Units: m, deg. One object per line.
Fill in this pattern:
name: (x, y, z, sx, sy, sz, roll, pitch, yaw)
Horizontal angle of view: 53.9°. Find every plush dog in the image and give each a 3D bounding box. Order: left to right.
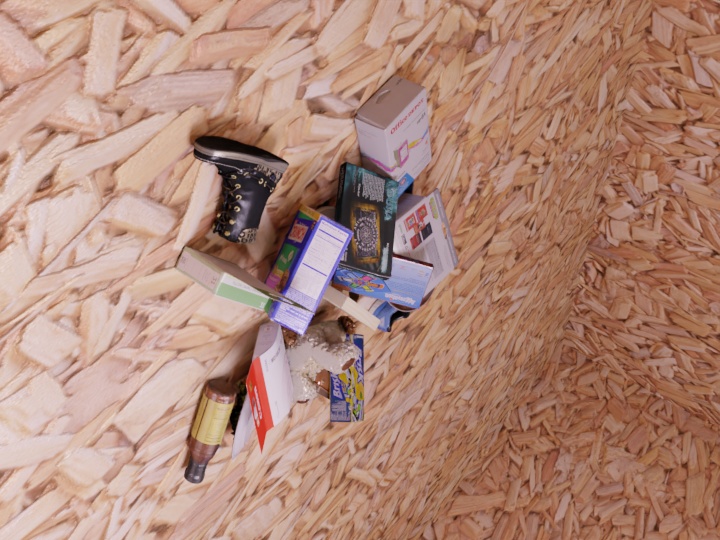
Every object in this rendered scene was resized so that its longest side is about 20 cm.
plush dog: (-0.094, 0.168, 1.545, 0.199, 0.162, 0.171, -41, 175, 21)

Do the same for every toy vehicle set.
toy vehicle set: (-0.043, 0.066, 1.520, 0.027, 0.123, 0.200, -58, 152, -4)

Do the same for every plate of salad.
plate of salad: (-0.232, 0.274, 1.419, 0.200, 0.047, 0.206, 17, 89, -90)

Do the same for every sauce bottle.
sauce bottle: (-0.296, 0.313, 1.366, 0.065, 0.065, 0.204, -5, 120, -58)

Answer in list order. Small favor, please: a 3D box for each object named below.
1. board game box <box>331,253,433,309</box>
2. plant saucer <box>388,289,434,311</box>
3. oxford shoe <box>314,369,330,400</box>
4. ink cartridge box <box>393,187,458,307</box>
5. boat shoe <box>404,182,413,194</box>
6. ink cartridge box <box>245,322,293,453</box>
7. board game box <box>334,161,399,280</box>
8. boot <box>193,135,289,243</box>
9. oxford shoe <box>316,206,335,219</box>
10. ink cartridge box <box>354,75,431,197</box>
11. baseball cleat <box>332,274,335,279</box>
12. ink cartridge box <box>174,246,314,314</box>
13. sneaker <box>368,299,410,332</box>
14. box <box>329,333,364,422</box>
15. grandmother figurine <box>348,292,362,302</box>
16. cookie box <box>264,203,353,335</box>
board game box: (0.045, 0.010, 1.474, 0.020, 0.194, 0.105, -95, -159, -63)
plant saucer: (0.113, -0.002, 1.750, 0.196, 0.032, 0.207, -3, 95, -38)
oxford shoe: (-0.066, 0.281, 1.731, 0.073, 0.070, 0.200, -61, 152, -12)
ink cartridge box: (0.115, -0.057, 1.550, 0.174, 0.083, 0.204, -37, 123, -30)
boat shoe: (0.081, -0.146, 1.618, 0.072, 0.070, 0.206, -40, 145, -69)
ink cartridge box: (-0.171, 0.222, 1.363, 0.201, 0.055, 0.167, -98, 180, -64)
board game box: (0.010, -0.095, 1.388, 0.132, 0.028, 0.206, 16, 72, -31)
boot: (-0.205, -0.123, 1.128, 0.202, 0.073, 0.157, 0, 116, -61)
oxford shoe: (-0.044, -0.084, 1.457, 0.198, 0.057, 0.077, 9, 109, -60)
ink cartridge box: (0.071, -0.272, 1.462, 0.145, 0.083, 0.202, -49, 148, -24)
baseball cleat: (0.000, 0.000, 1.545, 0.198, 0.069, 0.109, -30, 103, -31)
ink cartridge box: (-0.188, 0.033, 1.156, 0.049, 0.197, 0.145, -60, 152, 2)
sneaker: (0.105, 0.078, 1.823, 0.202, 0.088, 0.079, -54, 153, -16)
box: (-0.032, 0.253, 1.675, 0.070, 0.063, 0.207, 17, 72, -62)
grandmother figurine: (0.049, 0.000, 1.651, 0.197, 0.060, 0.125, -22, 99, -36)
cookie box: (-0.106, -0.008, 1.295, 0.074, 0.171, 0.204, 26, 92, -20)
